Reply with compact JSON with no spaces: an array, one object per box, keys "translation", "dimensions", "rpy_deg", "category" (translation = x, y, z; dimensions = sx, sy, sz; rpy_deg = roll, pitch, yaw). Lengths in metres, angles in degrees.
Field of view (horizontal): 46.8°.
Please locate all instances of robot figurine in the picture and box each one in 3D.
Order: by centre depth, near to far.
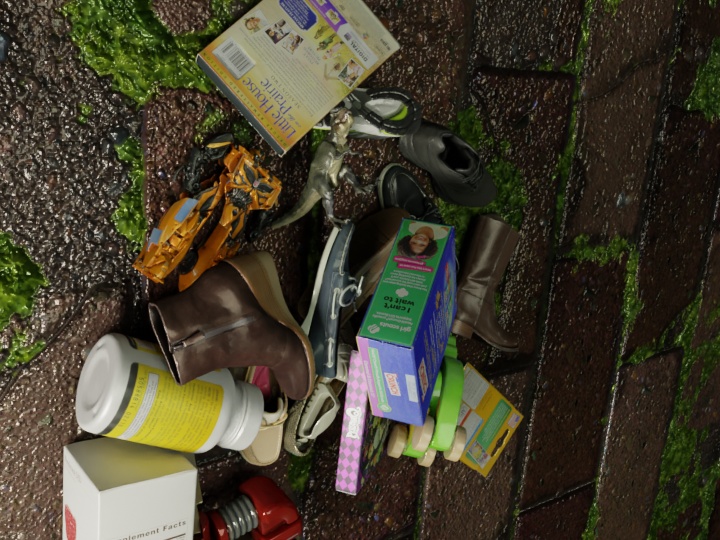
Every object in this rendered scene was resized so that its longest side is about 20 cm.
[{"translation":[-0.167,-0.059,0.974],"dimensions":[0.145,0.058,0.201],"rpy_deg":[40,79,-43],"category":"robot figurine"}]

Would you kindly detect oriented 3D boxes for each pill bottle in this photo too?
[{"translation":[-0.215,0.150,0.964],"dimensions":[0.199,0.111,0.112],"rpy_deg":[22,92,-35],"category":"pill bottle"}]

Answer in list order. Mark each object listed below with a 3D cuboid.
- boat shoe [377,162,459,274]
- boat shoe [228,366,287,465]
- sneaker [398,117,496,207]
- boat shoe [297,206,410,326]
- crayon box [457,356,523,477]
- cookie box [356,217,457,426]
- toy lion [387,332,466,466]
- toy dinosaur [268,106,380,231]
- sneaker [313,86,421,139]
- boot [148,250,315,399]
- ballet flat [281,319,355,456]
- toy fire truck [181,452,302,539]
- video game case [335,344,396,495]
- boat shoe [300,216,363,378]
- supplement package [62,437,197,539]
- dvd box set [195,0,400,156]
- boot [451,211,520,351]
[{"translation":[0.089,-0.063,1.173],"dimensions":[0.074,0.066,0.201],"rpy_deg":[-38,125,-22],"category":"boat shoe"},{"translation":[-0.129,0.173,1.080],"dimensions":[0.073,0.069,0.202],"rpy_deg":[-19,116,-32],"category":"boat shoe"},{"translation":[0.138,-0.141,1.170],"dimensions":[0.199,0.090,0.077],"rpy_deg":[30,84,-42],"category":"sneaker"},{"translation":[0.000,0.000,1.128],"dimensions":[0.200,0.071,0.065],"rpy_deg":[-47,133,-4],"category":"boat shoe"},{"translation":[0.173,0.238,1.357],"dimensions":[0.200,0.051,0.126],"rpy_deg":[43,78,-39],"category":"crayon box"},{"translation":[0.066,0.065,1.067],"dimensions":[0.172,0.074,0.201],"rpy_deg":[80,24,-47],"category":"cookie box"},{"translation":[0.102,0.172,1.180],"dimensions":[0.068,0.200,0.194],"rpy_deg":[17,71,-8],"category":"toy lion"},{"translation":[-0.034,-0.103,1.001],"dimensions":[0.201,0.088,0.047],"rpy_deg":[-57,171,33],"category":"toy dinosaur"},{"translation":[-0.028,-0.195,1.030],"dimensions":[0.198,0.081,0.075],"rpy_deg":[10,80,-21],"category":"sneaker"},{"translation":[-0.144,0.090,0.952],"dimensions":[0.166,0.072,0.202],"rpy_deg":[-32,111,-38],"category":"boot"},{"translation":[-0.046,0.163,1.138],"dimensions":[0.068,0.075,0.201],"rpy_deg":[27,87,-35],"category":"ballet flat"},{"translation":[-0.175,0.309,1.074],"dimensions":[0.175,0.128,0.202],"rpy_deg":[-22,128,-31],"category":"toy fire truck"},{"translation":[0.019,0.182,1.166],"dimensions":[0.181,0.035,0.202],"rpy_deg":[-31,129,-68],"category":"video game case"},{"translation":[-0.032,0.035,1.043],"dimensions":[0.061,0.075,0.202],"rpy_deg":[15,88,4],"category":"boat shoe"},{"translation":[-0.274,0.308,0.977],"dimensions":[0.119,0.121,0.202],"rpy_deg":[-5,108,-37],"category":"supplement package"},{"translation":[-0.069,-0.250,0.962],"dimensions":[0.146,0.029,0.200],"rpy_deg":[46,73,-7],"category":"dvd box set"},{"translation":[0.219,0.018,1.315],"dimensions":[0.185,0.064,0.202],"rpy_deg":[21,88,-43],"category":"boot"}]
